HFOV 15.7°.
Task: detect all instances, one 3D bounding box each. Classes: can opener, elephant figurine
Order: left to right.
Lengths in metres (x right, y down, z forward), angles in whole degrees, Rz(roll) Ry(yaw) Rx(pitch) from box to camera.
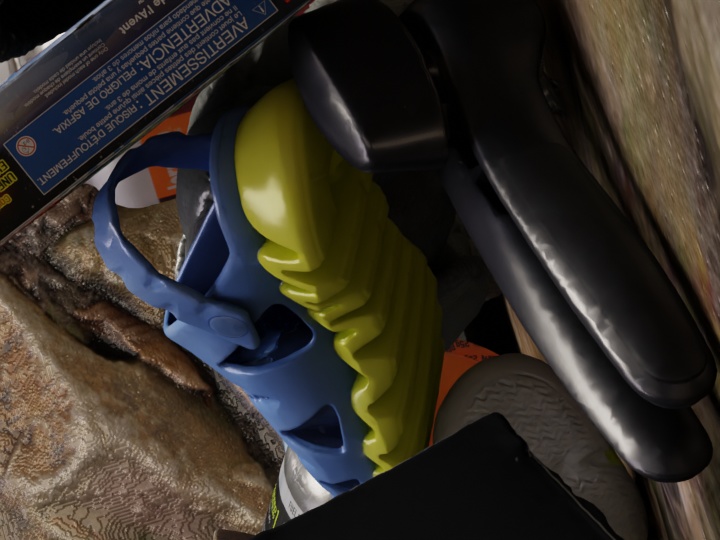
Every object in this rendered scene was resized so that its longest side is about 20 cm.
[{"bbox_3d":[0.000,0.000,1.007,0.200,0.155,0.142,85,168,-49],"label":"elephant figurine"},{"bbox_3d":[0.048,-0.013,0.739,0.200,0.078,0.063,57,167,40],"label":"can opener"}]

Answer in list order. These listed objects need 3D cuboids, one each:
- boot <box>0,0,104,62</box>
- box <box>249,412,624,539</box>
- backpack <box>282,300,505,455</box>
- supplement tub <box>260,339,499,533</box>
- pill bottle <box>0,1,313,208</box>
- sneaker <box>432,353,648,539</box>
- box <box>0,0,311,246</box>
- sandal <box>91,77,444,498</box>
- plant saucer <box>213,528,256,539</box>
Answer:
[{"bbox_3d":[-0.134,-0.147,0.879,0.158,0.079,0.211,46,-167,2],"label":"boot"},{"bbox_3d":[0.055,0.184,0.713,0.197,0.117,0.200,47,158,50],"label":"box"},{"bbox_3d":[0.024,0.089,1.272,0.200,0.154,0.163,61,171,-2],"label":"backpack"},{"bbox_3d":[0.013,0.135,1.132,0.123,0.122,0.200,-110,31,-54],"label":"supplement tub"},{"bbox_3d":[-0.067,-0.093,1.128,0.113,0.200,0.113,163,90,-88],"label":"pill bottle"},{"bbox_3d":[0.066,0.111,0.949,0.105,0.076,0.200,-111,4,-70],"label":"sneaker"},{"bbox_3d":[-0.074,-0.068,0.849,0.040,0.137,0.200,52,-177,-7],"label":"box"},{"bbox_3d":[-0.026,0.011,0.863,0.200,0.087,0.080,67,-154,-46],"label":"sandal"},{"bbox_3d":[-0.005,0.182,0.923,0.200,0.032,0.201,-20,-90,-89],"label":"plant saucer"}]
